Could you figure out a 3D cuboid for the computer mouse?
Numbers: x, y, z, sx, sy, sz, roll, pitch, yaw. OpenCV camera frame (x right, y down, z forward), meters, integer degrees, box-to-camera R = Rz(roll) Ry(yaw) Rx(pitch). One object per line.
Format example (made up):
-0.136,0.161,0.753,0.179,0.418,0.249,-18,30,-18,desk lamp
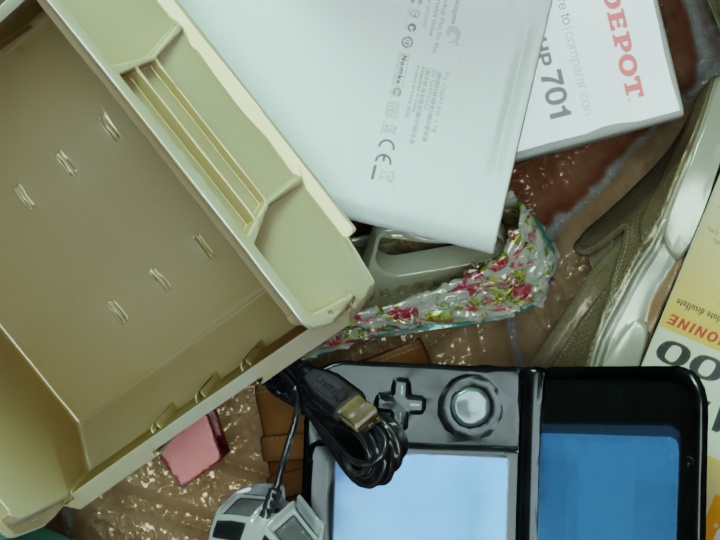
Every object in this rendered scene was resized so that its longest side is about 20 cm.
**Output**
-0.042,0.139,1.031,0.109,0.044,0.201,26,100,43,computer mouse

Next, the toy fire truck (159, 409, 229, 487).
-0.171,0.042,1.107,0.141,0.049,0.201,-32,90,2,toy fire truck

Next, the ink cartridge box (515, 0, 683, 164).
0.045,-0.120,1.076,0.199,0.086,0.147,-14,92,5,ink cartridge box

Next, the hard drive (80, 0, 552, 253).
-0.019,-0.095,1.026,0.199,0.026,0.133,14,94,5,hard drive

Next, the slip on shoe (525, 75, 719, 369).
0.135,-0.007,1.089,0.060,0.076,0.201,23,97,16,slip on shoe

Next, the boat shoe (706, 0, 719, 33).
0.208,-0.130,1.081,0.073,0.063,0.200,-37,91,2,boat shoe

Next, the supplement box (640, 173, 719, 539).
0.207,0.045,1.043,0.125,0.073,0.201,23,92,25,supplement box

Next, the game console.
0.060,0.142,1.011,0.174,0.116,0.202,3,85,-4,game console

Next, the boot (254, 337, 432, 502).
-0.028,0.132,1.097,0.199,0.074,0.156,-20,92,-8,boot

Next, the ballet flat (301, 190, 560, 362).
0.000,0.000,1.086,0.199,0.064,0.076,-14,48,-4,ballet flat

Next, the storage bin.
-0.130,-0.008,0.988,0.200,0.094,0.199,-35,97,28,storage bin

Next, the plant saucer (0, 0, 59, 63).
-0.162,-0.192,1.057,0.036,0.200,0.202,2,93,-42,plant saucer

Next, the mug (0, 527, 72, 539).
-0.192,0.200,1.053,0.185,0.114,0.152,50,124,8,mug
